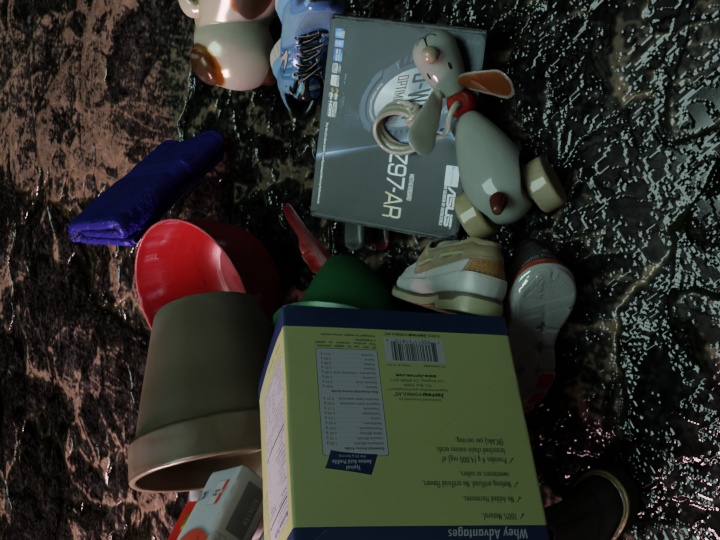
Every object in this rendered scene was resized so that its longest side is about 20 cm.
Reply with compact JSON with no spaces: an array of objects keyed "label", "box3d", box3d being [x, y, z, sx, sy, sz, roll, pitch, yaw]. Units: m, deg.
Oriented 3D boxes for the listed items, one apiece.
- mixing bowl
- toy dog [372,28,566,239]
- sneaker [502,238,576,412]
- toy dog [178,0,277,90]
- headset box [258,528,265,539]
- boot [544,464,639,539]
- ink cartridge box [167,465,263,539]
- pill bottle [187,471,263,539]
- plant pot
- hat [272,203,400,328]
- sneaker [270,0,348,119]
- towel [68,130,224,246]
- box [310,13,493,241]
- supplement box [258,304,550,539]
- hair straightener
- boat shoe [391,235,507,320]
[{"label":"mixing bowl","box3d":[-0.172,0.020,1.097,0.198,0.108,0.203,15,117,32]},{"label":"toy dog","box3d":[0.097,-0.115,0.797,0.200,0.096,0.132,42,109,7]},{"label":"sneaker","box3d":[0.146,0.059,0.843,0.082,0.076,0.202,-101,25,-54]},{"label":"toy dog","box3d":[-0.136,-0.311,1.034,0.193,0.138,0.203,33,123,41]},{"label":"headset box","box3d":[-0.036,0.334,0.783,0.199,0.092,0.176,35,102,23]},{"label":"boot","box3d":[0.156,0.270,0.789,0.077,0.137,0.203,31,116,38]},{"label":"ink cartridge box","box3d":[-0.177,0.276,0.865,0.199,0.050,0.164,-22,34,50]},{"label":"pill bottle","box3d":[-0.154,0.293,1.082,0.117,0.114,0.201,60,153,22]},{"label":"plant pot","box3d":[-0.148,0.123,0.931,0.199,0.198,0.176,-29,64,42]},{"label":"hat","box3d":[0.000,0.000,0.965,0.166,0.197,0.178,125,164,-61]},{"label":"sneaker","box3d":[-0.050,-0.228,0.947,0.200,0.077,0.091,114,148,-70]},{"label":"towel","box3d":[-0.273,-0.102,1.155,0.146,0.200,0.050,-1,128,48]},{"label":"box","box3d":[0.039,-0.142,0.886,0.158,0.043,0.203,11,103,16]},{"label":"supplement box","box3d":[0.024,0.153,0.724,0.135,0.197,0.202,112,157,-53]},{"label":"hair straightener","box3d":[-0.007,-0.122,0.955,0.041,0.076,0.204,9,101,54]},{"label":"boat shoe","box3d":[0.088,0.006,0.850,0.200,0.074,0.070,-175,99,-71]}]
